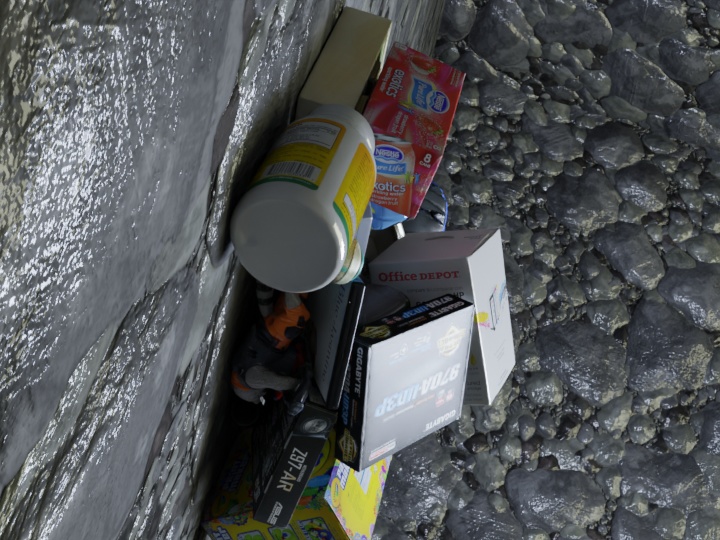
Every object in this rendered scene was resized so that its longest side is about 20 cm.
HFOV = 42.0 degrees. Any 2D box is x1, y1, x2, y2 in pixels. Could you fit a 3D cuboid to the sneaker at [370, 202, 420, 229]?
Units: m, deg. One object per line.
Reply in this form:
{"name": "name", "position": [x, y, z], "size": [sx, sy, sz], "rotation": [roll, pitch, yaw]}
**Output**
{"name": "sneaker", "position": [0.024, -0.122, 1.181], "size": [0.201, 0.081, 0.072], "rotation": [-112, -157, -46]}

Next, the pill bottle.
{"name": "pill bottle", "position": [-0.046, -0.080, 0.913], "size": [0.201, 0.111, 0.114], "rotation": [-70, 176, -51]}

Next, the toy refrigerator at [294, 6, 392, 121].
{"name": "toy refrigerator", "position": [-0.017, -0.218, 1.094], "size": [0.077, 0.069, 0.202], "rotation": [104, 4, -45]}

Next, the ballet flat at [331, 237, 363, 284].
{"name": "ballet flat", "position": [-0.059, -0.051, 1.019], "size": [0.200, 0.062, 0.068], "rotation": [42, -69, 54]}

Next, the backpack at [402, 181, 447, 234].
{"name": "backpack", "position": [0.036, -0.090, 1.490], "size": [0.168, 0.196, 0.166], "rotation": [134, -27, -88]}

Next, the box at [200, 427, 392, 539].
{"name": "box", "position": [-0.080, 0.296, 1.272], "size": [0.123, 0.190, 0.201], "rotation": [61, 25, -24]}

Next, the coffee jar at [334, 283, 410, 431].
{"name": "coffee jar", "position": [0.013, 0.127, 1.177], "size": [0.104, 0.085, 0.203], "rotation": [-28, 127, -39]}

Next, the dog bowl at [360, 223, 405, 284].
{"name": "dog bowl", "position": [0.000, 0.000, 1.284], "size": [0.199, 0.072, 0.205], "rotation": [-2, 90, -65]}

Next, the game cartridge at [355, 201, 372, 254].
{"name": "game cartridge", "position": [-0.028, -0.100, 1.155], "size": [0.134, 0.040, 0.202], "rotation": [108, -25, -44]}

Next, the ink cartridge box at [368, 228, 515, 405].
{"name": "ink cartridge box", "position": [0.114, 0.059, 1.266], "size": [0.144, 0.145, 0.204], "rotation": [-37, 120, -61]}

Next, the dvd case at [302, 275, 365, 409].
{"name": "dvd case", "position": [-0.041, 0.051, 1.082], "size": [0.200, 0.017, 0.145], "rotation": [-130, -130, -66]}

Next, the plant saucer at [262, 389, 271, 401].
{"name": "plant saucer", "position": [-0.111, 0.089, 1.324], "size": [0.200, 0.036, 0.204], "rotation": [16, 89, -87]}

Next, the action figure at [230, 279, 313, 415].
{"name": "action figure", "position": [-0.103, 0.061, 1.086], "size": [0.200, 0.103, 0.196], "rotation": [-119, -131, -64]}

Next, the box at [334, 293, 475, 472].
{"name": "box", "position": [0.054, 0.129, 1.120], "size": [0.198, 0.046, 0.162], "rotation": [-17, 119, -45]}

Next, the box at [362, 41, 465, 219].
{"name": "box", "position": [0.050, -0.166, 1.081], "size": [0.201, 0.098, 0.096], "rotation": [-70, -177, -50]}

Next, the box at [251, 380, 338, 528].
{"name": "box", "position": [-0.087, 0.191, 1.154], "size": [0.200, 0.043, 0.162], "rotation": [-112, -136, -70]}

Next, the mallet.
{"name": "mallet", "position": [-0.125, 0.105, 1.209], "size": [0.066, 0.040, 0.204], "rotation": [98, 5, -73]}
